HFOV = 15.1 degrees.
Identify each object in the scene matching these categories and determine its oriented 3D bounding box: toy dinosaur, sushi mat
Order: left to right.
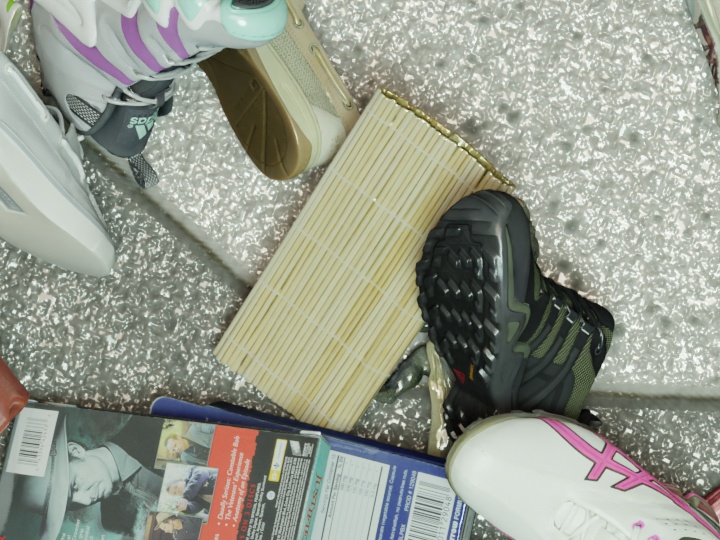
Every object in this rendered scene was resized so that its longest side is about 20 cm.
[{"bbox_3d":[0.000,0.000,1.556,0.095,0.012,0.200,35,113,6],"label":"sushi mat"},{"bbox_3d":[0.043,0.048,1.591,0.088,0.047,0.201,16,93,-6],"label":"toy dinosaur"}]

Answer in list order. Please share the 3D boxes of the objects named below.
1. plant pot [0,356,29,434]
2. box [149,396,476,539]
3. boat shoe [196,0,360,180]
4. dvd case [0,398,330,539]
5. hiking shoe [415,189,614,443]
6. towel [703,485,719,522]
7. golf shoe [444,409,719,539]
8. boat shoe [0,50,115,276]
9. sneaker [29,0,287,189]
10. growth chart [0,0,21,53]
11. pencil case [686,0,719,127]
[{"bbox_3d":[-0.303,0.051,1.532,0.201,0.201,0.195,-43,97,0],"label":"plant pot"},{"bbox_3d":[-0.036,0.149,1.575,0.199,0.032,0.122,14,96,15],"label":"box"},{"bbox_3d":[-0.064,-0.148,1.589,0.065,0.072,0.201,-21,75,-35],"label":"boat shoe"},{"bbox_3d":[-0.123,0.154,1.549,0.199,0.022,0.147,5,74,23],"label":"dvd case"},{"bbox_3d":[0.092,0.027,1.539,0.100,0.201,0.076,-31,44,-28],"label":"hiking shoe"},{"bbox_3d":[0.217,0.209,1.597,0.199,0.023,0.144,-34,87,-1],"label":"towel"},{"bbox_3d":[0.139,0.138,1.509,0.199,0.092,0.073,25,101,-25],"label":"golf shoe"},{"bbox_3d":[-0.185,-0.062,1.533,0.072,0.200,0.069,10,68,30],"label":"boat shoe"},{"bbox_3d":[-0.115,-0.111,1.547,0.077,0.199,0.141,-14,114,-39],"label":"sneaker"},{"bbox_3d":[-0.258,-0.129,1.586,0.144,0.018,0.201,13,89,27],"label":"growth chart"},{"bbox_3d":[0.215,-0.179,1.571,0.089,0.078,0.201,-16,89,-24],"label":"pencil case"}]
